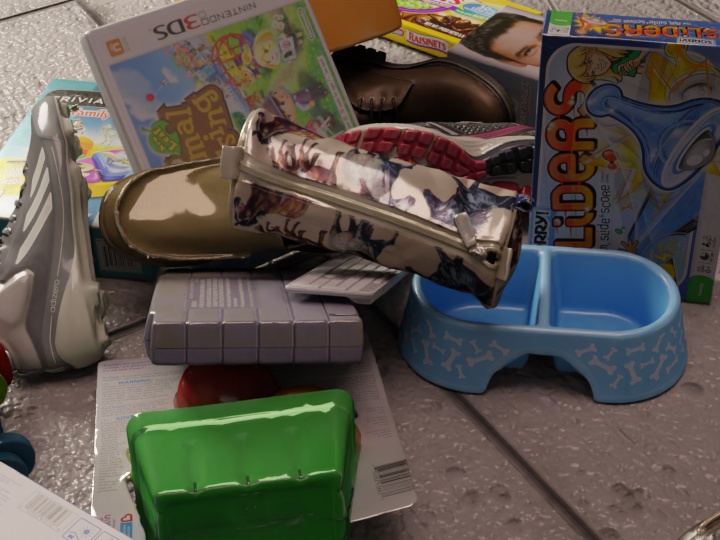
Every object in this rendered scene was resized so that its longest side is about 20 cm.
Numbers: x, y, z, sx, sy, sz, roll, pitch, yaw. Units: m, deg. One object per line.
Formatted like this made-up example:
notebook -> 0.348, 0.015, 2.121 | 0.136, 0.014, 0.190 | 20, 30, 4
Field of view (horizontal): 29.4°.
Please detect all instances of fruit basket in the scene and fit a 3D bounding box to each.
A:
fruit basket -> -0.070, 0.102, 0.830 | 0.182, 0.095, 0.200 | -7, 22, -7

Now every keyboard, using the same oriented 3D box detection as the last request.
keyboard -> 0.000, 0.000, 0.924 | 0.055, 0.011, 0.200 | 10, 9, 10

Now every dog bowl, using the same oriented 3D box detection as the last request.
dog bowl -> 0.123, 0.030, 0.924 | 0.196, 0.050, 0.112 | 3, 38, 7

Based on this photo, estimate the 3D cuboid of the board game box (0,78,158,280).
board game box -> -0.206, -0.078, 1.079 | 0.148, 0.047, 0.201 | 5, 39, 9

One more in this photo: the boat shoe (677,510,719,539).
boat shoe -> 0.257, 0.131, 0.770 | 0.198, 0.075, 0.073 | -22, 42, -26

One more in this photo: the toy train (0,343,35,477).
toy train -> -0.245, 0.040, 0.807 | 0.084, 0.202, 0.116 | -21, 46, -24

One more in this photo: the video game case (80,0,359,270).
video game case -> -0.088, -0.108, 1.019 | 0.180, 0.203, 0.022 | -24, 2, -26

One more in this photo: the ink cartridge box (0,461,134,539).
ink cartridge box -> -0.199, 0.150, 0.747 | 0.198, 0.095, 0.044 | 23, 45, 28

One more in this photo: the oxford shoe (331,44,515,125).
oxford shoe -> 0.035, -0.130, 1.122 | 0.198, 0.074, 0.084 | 12, 40, 36

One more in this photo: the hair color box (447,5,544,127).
hair color box -> 0.179, -0.152, 1.147 | 0.198, 0.061, 0.099 | 23, 44, 29

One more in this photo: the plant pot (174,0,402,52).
plant pot -> -0.081, -0.270, 1.152 | 0.197, 0.186, 0.200 | -14, 12, 3

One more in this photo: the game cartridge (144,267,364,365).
game cartridge -> -0.071, 0.028, 0.876 | 0.127, 0.039, 0.200 | -4, 9, -5

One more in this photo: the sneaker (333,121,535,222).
sneaker -> 0.069, -0.076, 1.043 | 0.197, 0.082, 0.075 | 4, 24, -15

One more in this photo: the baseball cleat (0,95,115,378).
baseball cleat -> -0.231, -0.026, 0.945 | 0.105, 0.070, 0.203 | -11, 66, -5

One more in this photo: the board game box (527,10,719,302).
board game box -> 0.184, -0.073, 0.931 | 0.133, 0.202, 0.035 | 5, 37, 10

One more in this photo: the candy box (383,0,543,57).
candy box -> 0.064, -0.245, 1.300 | 0.198, 0.027, 0.102 | 25, 42, 30

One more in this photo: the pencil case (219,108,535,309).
pencil case -> 0.008, -0.040, 0.876 | 0.197, 0.079, 0.089 | 18, -5, 3

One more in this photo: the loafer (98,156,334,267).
loafer -> -0.081, -0.046, 0.951 | 0.197, 0.077, 0.067 | -6, -8, -17
